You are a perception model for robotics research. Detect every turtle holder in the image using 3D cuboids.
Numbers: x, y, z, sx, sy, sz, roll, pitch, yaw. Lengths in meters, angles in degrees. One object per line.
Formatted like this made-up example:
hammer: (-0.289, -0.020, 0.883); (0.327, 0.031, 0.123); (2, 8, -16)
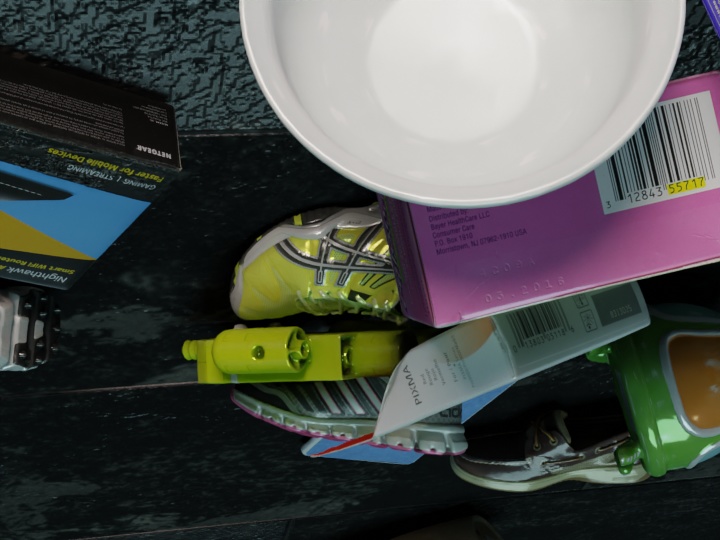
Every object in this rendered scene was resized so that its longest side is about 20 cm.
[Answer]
turtle holder: (0.264, 0.100, 1.082); (0.130, 0.142, 0.186); (-16, 148, 7)

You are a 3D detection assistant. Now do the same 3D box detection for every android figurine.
android figurine: (-0.036, 0.058, 0.946); (0.198, 0.042, 0.181); (-2, 179, 32)

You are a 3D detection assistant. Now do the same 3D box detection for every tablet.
tablet: (0.045, 0.126, 1.177); (0.129, 0.014, 0.200); (10, 143, -31)

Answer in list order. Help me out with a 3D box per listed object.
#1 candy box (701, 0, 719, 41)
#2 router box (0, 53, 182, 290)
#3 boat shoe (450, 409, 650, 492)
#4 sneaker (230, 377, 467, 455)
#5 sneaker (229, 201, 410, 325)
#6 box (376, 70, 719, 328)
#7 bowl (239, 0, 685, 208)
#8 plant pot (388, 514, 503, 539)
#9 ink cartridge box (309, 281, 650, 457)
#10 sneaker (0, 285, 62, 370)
candy box: (0.228, -0.185, 0.561); (0.076, 0.171, 0.200); (1, 148, -26)
router box: (-0.223, -0.060, 0.734); (0.198, 0.052, 0.149); (13, 143, -36)
boat shoe: (0.185, 0.162, 1.249); (0.197, 0.072, 0.073); (0, 119, 2)
sneaker: (-0.006, 0.095, 1.059); (0.198, 0.089, 0.074); (7, 171, 12)
sneaker: (0.000, 0.000, 0.888); (0.198, 0.077, 0.075); (-20, 151, 16)
box: (0.106, -0.036, 0.753); (0.174, 0.098, 0.200); (-13, 179, -2)
bowl: (0.046, -0.112, 0.617); (0.199, 0.203, 0.090); (-10, 164, -2)
plant pot: (0.076, 0.367, 1.456); (0.199, 0.188, 0.187); (-37, 144, 14)
ink cartridge box: (0.074, 0.063, 0.882); (0.161, 0.051, 0.199); (-14, 172, -46)
sneaker: (-0.271, 0.032, 0.821); (0.089, 0.067, 0.200); (4, 176, 14)
